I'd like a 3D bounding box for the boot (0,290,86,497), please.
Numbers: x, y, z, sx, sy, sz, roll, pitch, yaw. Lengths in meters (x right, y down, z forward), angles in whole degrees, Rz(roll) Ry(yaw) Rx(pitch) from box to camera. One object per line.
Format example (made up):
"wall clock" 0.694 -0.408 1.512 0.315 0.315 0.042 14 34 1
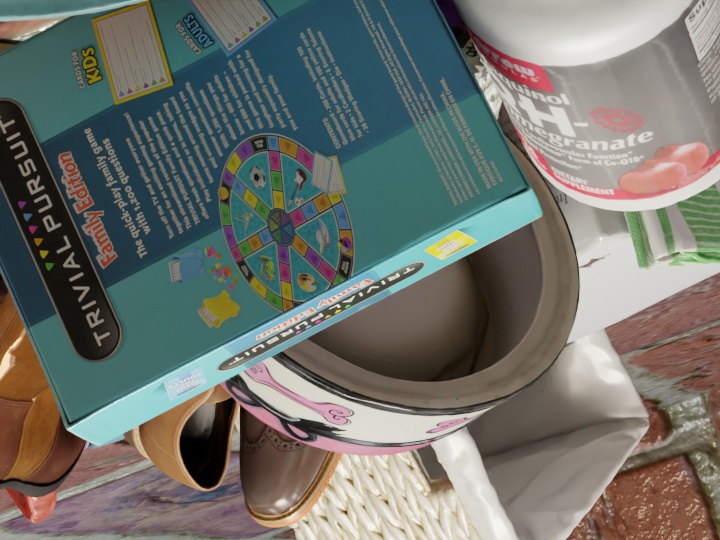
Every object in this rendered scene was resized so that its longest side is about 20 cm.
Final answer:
"boot" -0.146 0.020 1.241 0.201 0.068 0.188 -57 164 21

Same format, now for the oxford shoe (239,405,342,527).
"oxford shoe" -0.045 0.039 1.380 0.071 0.201 0.073 -7 156 30

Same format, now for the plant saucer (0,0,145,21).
"plant saucer" -0.070 -0.143 0.863 0.199 0.036 0.200 -18 169 -4

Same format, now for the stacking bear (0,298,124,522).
"stacking bear" -0.128 0.037 1.441 0.199 0.122 0.114 -24 -147 -19

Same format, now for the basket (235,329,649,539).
"basket" 0.045 0.075 1.561 0.160 0.199 0.200 -20 -166 38

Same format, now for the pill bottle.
"pill bottle" 0.095 -0.114 1.007 0.110 0.111 0.200 -20 151 8

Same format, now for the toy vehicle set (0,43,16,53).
"toy vehicle set" -0.172 -0.060 1.111 0.124 0.027 0.200 -25 167 30

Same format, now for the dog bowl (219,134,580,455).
"dog bowl" 0.000 0.000 1.198 0.199 0.201 0.074 -11 151 -32

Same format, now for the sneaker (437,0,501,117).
"sneaker" 0.016 -0.100 1.140 0.099 0.070 0.200 18 -165 7

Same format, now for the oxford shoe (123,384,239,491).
"oxford shoe" -0.088 0.030 1.341 0.071 0.071 0.201 -22 130 -27

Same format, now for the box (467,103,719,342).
"box" 0.101 -0.044 1.357 0.198 0.132 0.199 -5 163 -47

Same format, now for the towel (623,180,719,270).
"towel" 0.190 -0.077 1.289 0.199 0.154 0.023 -5 166 -46

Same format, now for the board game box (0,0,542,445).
"board game box" -0.051 -0.046 0.987 0.199 0.152 0.047 -27 164 4
